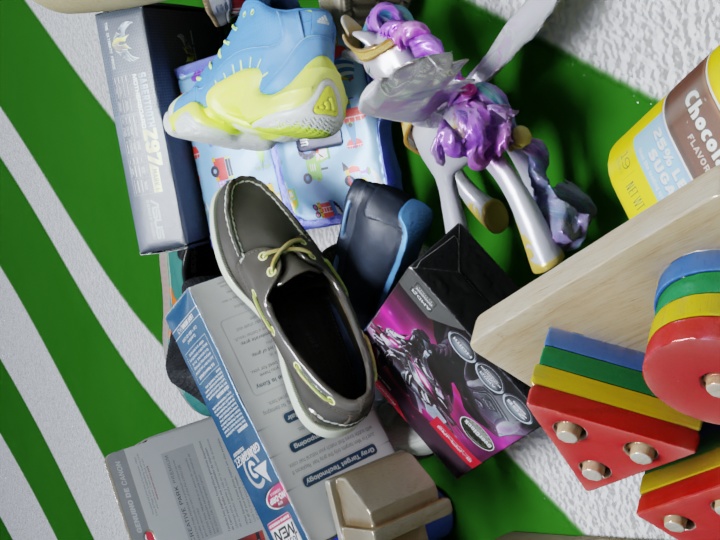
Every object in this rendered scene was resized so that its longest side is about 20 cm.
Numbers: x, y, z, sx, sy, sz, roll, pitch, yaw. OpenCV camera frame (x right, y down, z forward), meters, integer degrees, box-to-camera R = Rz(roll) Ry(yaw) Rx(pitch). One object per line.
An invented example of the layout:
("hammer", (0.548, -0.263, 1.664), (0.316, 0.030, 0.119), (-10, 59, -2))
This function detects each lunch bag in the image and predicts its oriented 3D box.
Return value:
("lunch bag", (-0.040, -0.110, 0.944), (0.198, 0.093, 0.153), (-8, 96, 43))

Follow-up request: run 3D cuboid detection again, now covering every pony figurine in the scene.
("pony figurine", (0.068, -0.095, 0.741), (0.202, 0.166, 0.193), (61, 154, -5))

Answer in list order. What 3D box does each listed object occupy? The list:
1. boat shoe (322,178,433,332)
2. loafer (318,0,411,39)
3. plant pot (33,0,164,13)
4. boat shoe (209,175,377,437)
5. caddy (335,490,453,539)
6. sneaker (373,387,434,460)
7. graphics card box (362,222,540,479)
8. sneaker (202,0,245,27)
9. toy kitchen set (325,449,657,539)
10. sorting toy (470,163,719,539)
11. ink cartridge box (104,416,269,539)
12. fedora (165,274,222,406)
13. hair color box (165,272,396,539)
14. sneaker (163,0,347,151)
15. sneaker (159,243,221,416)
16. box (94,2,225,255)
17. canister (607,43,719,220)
("boat shoe", (0.000, 0.000, 0.904), (0.068, 0.084, 0.201), (33, 135, 9))
("loafer", (-0.001, -0.261, 0.832), (0.068, 0.075, 0.203), (15, 105, 53))
("plant pot", (-0.157, -0.255, 0.796), (0.198, 0.186, 0.190), (-19, 86, 41))
("boat shoe", (-0.044, 0.015, 0.832), (0.203, 0.071, 0.061), (62, 153, 14))
("caddy", (0.005, 0.255, 0.971), (0.200, 0.104, 0.143), (-35, 72, 54))
("sneaker", (0.015, 0.134, 0.968), (0.199, 0.077, 0.082), (0, 129, 56))
("graphics card box", (0.065, 0.062, 0.790), (0.126, 0.051, 0.200), (49, 157, 7))
("sneaker", (-0.076, -0.247, 0.956), (0.200, 0.111, 0.072), (-113, 5, -76))
("toy kitchen set", (0.078, 0.201, 0.763), (0.180, 0.198, 0.166), (-14, 91, 56))
("sorting toy", (0.178, 0.067, 0.581), (0.197, 0.070, 0.200), (32, 146, -14))
("ink cartridge box", (-0.149, 0.250, 1.134), (0.084, 0.174, 0.203), (-33, 74, 54))
("fedora", (-0.117, 0.064, 1.032), (0.200, 0.090, 0.204), (-168, 90, -71))
("hair color box", (-0.053, 0.097, 0.866), (0.202, 0.099, 0.060), (63, 145, 11))
("sneaker", (-0.075, -0.145, 0.867), (0.198, 0.075, 0.107), (4, 87, 48))
("sneaker", (-0.150, 0.045, 1.154), (0.080, 0.071, 0.203), (-1, 100, 60))
("box", (-0.154, -0.125, 1.028), (0.050, 0.158, 0.203), (-8, 96, 19))
("canister", (0.221, -0.059, 0.566), (0.150, 0.086, 0.200), (64, 146, 16))
